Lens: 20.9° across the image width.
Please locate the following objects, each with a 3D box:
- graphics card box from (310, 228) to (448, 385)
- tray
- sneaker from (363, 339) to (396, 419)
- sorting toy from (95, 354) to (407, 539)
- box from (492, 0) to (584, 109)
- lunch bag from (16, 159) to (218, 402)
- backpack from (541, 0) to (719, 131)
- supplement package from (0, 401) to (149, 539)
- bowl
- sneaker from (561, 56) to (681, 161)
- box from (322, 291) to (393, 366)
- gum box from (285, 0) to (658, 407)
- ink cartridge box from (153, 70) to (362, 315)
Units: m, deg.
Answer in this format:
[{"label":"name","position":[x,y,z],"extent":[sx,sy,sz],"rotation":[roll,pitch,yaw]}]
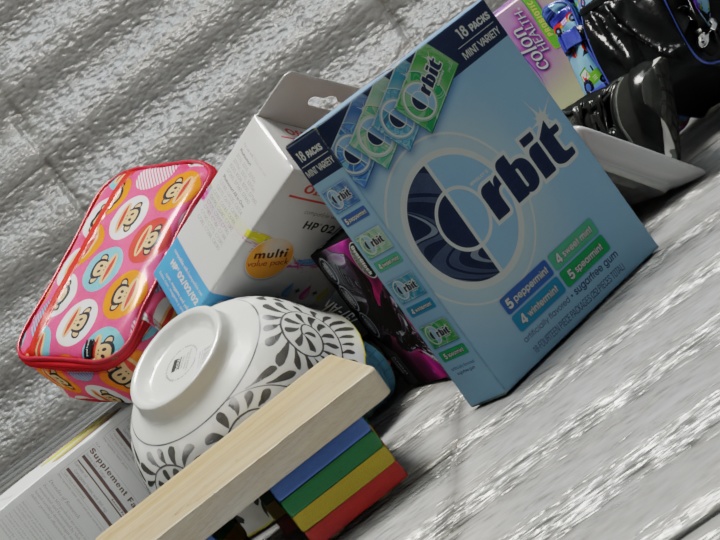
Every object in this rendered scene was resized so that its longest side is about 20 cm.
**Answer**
[{"label":"graphics card box","position":[0.045,0.011,1.350],"extent":[0.051,0.126,0.200],"rotation":[-39,6,-17]},{"label":"tray","position":[0.170,-0.068,1.479],"extent":[0.200,0.107,0.022],"rotation":[160,127,-72]},{"label":"sneaker","position":[-0.069,0.115,1.460],"extent":[0.200,0.079,0.096],"rotation":[-33,8,38]},{"label":"sorting toy","position":[-0.064,0.144,1.211],"extent":[0.200,0.070,0.199],"rotation":[-38,5,-7]},{"label":"box","position":[0.240,-0.213,1.759],"extent":[0.200,0.176,0.097],"rotation":[-36,5,12]},{"label":"lunch bag","position":[-0.186,0.009,1.576],"extent":[0.176,0.082,0.201],"rotation":[-2,55,46]},{"label":"backpack","position":[0.234,-0.229,1.614],"extent":[0.134,0.201,0.182],"rotation":[-34,-16,30]},{"label":"supplement package","position":[-0.210,0.191,1.552],"extent":[0.200,0.110,0.114],"rotation":[-39,6,-28]},{"label":"bowl","position":[-0.101,0.088,1.382],"extent":[0.200,0.094,0.201],"rotation":[-33,34,26]},{"label":"sneaker","position":[0.190,-0.104,1.463],"extent":[0.087,0.076,0.200],"rotation":[-7,-9,4]},{"label":"box","position":[0.000,0.000,1.590],"extent":[0.160,0.044,0.200],"rotation":[-35,37,-24]},{"label":"gum box","position":[0.074,-0.045,1.233],"extent":[0.170,0.200,0.044],"rotation":[-39,6,-33]},{"label":"ink cartridge box","position":[-0.052,-0.043,1.458],"extent":[0.115,0.068,0.200],"rotation":[9,-54,-43]}]
